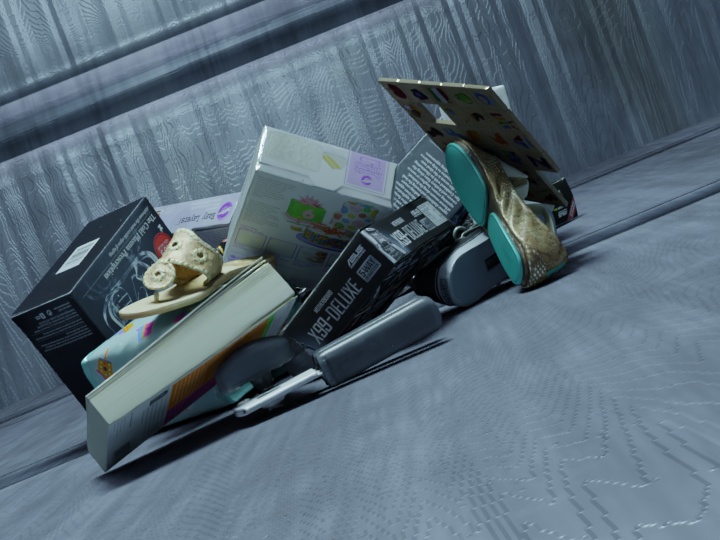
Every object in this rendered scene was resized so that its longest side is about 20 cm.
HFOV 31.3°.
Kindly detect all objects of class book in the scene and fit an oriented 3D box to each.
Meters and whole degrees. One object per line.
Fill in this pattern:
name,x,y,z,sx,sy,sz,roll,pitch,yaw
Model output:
book,-0.152,0.089,1.136,0.199,0.048,0.134,-38,-13,-26

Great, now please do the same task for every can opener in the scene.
can opener,-0.029,0.064,1.105,0.198,0.068,0.053,-28,4,-8

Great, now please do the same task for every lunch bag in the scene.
lunch bag,-0.167,0.081,1.363,0.169,0.123,0.200,-20,9,29

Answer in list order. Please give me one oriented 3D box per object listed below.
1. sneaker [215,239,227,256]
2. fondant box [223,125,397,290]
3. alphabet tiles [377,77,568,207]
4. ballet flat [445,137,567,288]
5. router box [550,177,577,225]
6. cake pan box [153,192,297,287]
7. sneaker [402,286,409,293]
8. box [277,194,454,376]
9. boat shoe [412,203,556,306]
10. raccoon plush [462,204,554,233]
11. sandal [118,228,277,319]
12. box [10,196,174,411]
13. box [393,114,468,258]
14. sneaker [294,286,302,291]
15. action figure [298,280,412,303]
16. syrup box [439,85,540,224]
sneaker,-0.122,0.039,1.506,0.082,0.078,0.202,-25,-37,-34
fondant box,-0.056,-0.056,1.344,0.142,0.059,0.200,15,-30,-9
alphabet tiles,0.128,-0.130,1.317,0.166,0.200,0.008,15,68,50
ballet flat,0.149,-0.062,1.290,0.064,0.202,0.071,-13,-39,-16
router box,0.200,-0.065,1.893,0.149,0.063,0.199,-23,3,-44
cake pan box,-0.151,-0.022,1.595,0.198,0.053,0.183,-7,-31,45
sneaker,0.050,0.003,1.809,0.198,0.075,0.079,-16,-9,-24
box,0.005,0.015,1.274,0.158,0.050,0.200,-52,-8,23
boat shoe,0.131,-0.016,1.357,0.067,0.075,0.199,2,28,45
raccoon plush,0.161,-0.046,1.616,0.197,0.098,0.134,-22,-5,8
sandal,-0.167,-0.009,1.282,0.077,0.071,0.210,-3,10,38
box,-0.275,0.051,1.503,0.103,0.183,0.201,-19,27,31
box,0.121,-0.107,1.645,0.200,0.107,0.148,-48,-21,-2
sneaker,-0.095,0.069,1.622,0.103,0.061,0.201,15,-24,10
action figure,0.000,0.000,1.509,0.199,0.118,0.103,-39,-27,-36
syrup box,0.155,-0.101,1.457,0.080,0.203,0.079,-16,3,8
